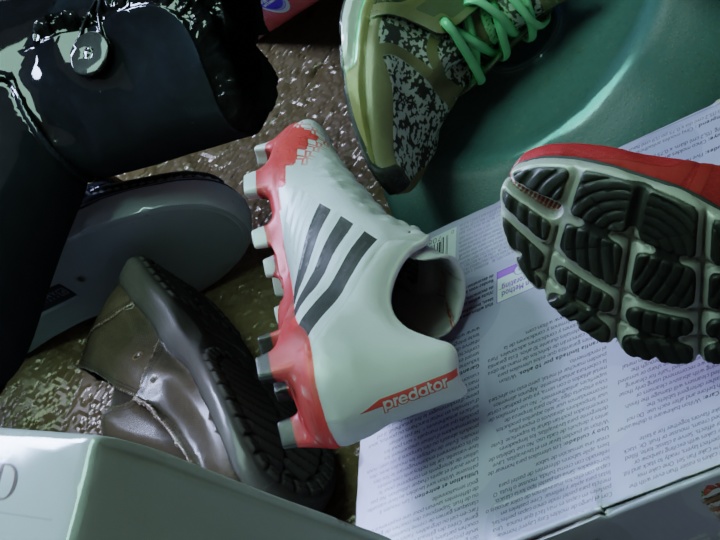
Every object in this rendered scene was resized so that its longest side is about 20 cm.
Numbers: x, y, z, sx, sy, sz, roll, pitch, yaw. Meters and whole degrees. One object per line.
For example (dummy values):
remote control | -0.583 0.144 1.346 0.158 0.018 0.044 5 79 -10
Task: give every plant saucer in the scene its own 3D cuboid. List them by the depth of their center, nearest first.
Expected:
plant saucer | 0.081 -0.096 1.266 0.199 0.036 0.201 -25 43 26

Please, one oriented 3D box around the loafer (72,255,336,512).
loafer | -0.072 0.068 1.248 0.071 0.073 0.200 -52 31 8

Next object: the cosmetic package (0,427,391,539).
cosmetic package | -0.115 0.172 1.070 0.164 0.165 0.201 1 74 45

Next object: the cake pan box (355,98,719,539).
cake pan box | 0.083 0.043 1.128 0.199 0.052 0.185 -25 40 26

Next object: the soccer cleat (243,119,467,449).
soccer cleat | 0.000 0.000 1.163 0.085 0.069 0.200 -13 33 5

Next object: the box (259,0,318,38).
box | -0.041 -0.187 1.354 0.100 0.095 0.200 -56 10 -12

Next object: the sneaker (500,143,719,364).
sneaker | 0.148 -0.012 1.042 0.085 0.199 0.077 -80 4 -49

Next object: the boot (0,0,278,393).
boot | -0.122 -0.051 1.272 0.167 0.076 0.201 -14 63 28

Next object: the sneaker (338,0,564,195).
sneaker | 0.054 -0.121 1.230 0.088 0.077 0.201 3 58 32

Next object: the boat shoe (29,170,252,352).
boat shoe | -0.134 -0.027 1.380 0.200 0.071 0.091 -21 48 33
